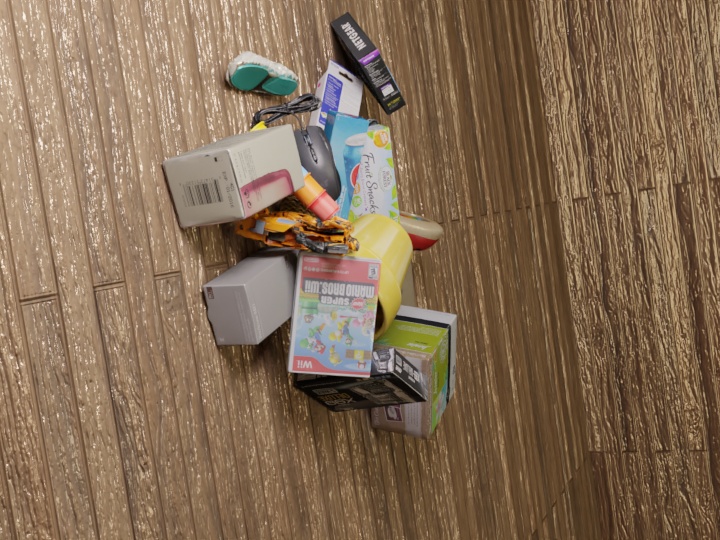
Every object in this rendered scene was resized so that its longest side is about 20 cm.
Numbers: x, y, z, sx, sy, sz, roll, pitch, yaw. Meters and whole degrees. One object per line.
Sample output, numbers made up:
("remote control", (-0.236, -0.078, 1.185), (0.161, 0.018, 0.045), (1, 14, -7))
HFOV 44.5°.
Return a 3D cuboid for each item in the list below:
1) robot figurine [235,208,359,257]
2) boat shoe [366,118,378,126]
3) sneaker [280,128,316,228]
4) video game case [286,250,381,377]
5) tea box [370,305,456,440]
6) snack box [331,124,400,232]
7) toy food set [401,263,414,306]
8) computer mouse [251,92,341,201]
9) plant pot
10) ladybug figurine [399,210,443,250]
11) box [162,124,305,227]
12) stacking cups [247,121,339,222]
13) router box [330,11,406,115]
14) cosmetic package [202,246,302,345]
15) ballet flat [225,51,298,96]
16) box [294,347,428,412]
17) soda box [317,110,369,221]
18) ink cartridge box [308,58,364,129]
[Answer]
("robot figurine", (-0.097, -0.066, 1.453), (0.145, 0.199, 0.058), (-50, 149, -77))
("boat shoe", (-0.012, -0.258, 1.832), (0.200, 0.068, 0.072), (-59, 134, -49))
("sneaker", (-0.106, -0.158, 1.620), (0.090, 0.075, 0.201), (-98, -164, -86))
("video game case", (-0.043, 0.074, 1.466), (0.017, 0.142, 0.201), (-174, -90, -74))
("tea box", (0.112, 0.211, 1.849), (0.197, 0.133, 0.201), (-48, 142, -54))
("snack box", (-0.003, -0.173, 1.734), (0.142, 0.053, 0.201), (-16, 112, -21))
("toy food set", (0.063, 0.047, 1.935), (0.200, 0.060, 0.144), (-46, 135, -55))
("computer mouse", (-0.114, -0.204, 1.544), (0.046, 0.140, 0.201), (-163, -121, -81))
("plant pot", (0.000, 0.000, 1.622), (0.189, 0.200, 0.201), (-55, 132, -41))
("ladybug figurine", (0.097, -0.088, 1.938), (0.199, 0.136, 0.072), (9, 103, -36))
("box", (-0.194, -0.150, 1.384), (0.200, 0.127, 0.109), (-38, 119, -59))
("stacking cups", (-0.121, -0.162, 1.510), (0.200, 0.060, 0.061), (48, 35, -5))
("router box", (0.015, -0.434, 1.841), (0.149, 0.051, 0.200), (56, 4, -42))
("cosmetic package", (-0.165, 0.037, 1.443), (0.200, 0.090, 0.107), (-47, 129, -60))
("ballet flat", (-0.183, -0.349, 1.540), (0.200, 0.071, 0.072), (-1, 85, -65))
("box", (0.004, 0.204, 1.611), (0.158, 0.199, 0.050), (45, 41, -51))
("soda box", (-0.043, -0.192, 1.646), (0.064, 0.068, 0.201), (-134, -126, -66))
("ink cartridge box", (-0.050, -0.322, 1.775), (0.094, 0.037, 0.201), (27, 59, -30))
